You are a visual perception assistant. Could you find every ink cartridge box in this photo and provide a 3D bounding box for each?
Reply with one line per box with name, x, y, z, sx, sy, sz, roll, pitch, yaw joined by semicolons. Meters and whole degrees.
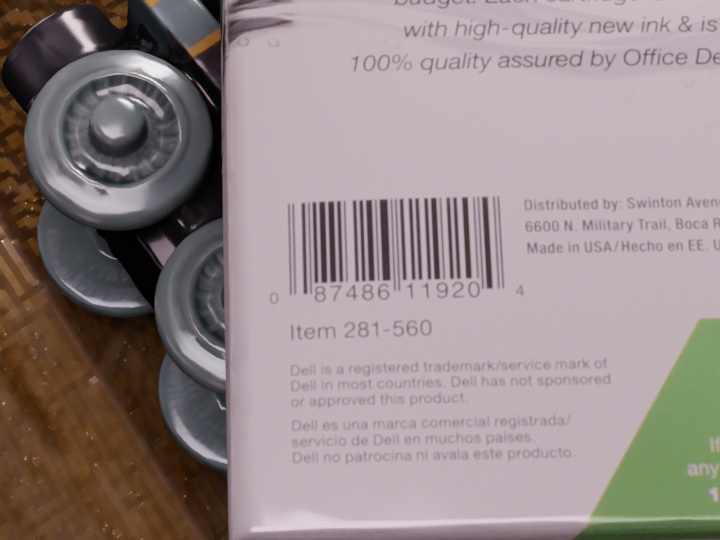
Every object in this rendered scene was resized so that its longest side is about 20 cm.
ink cartridge box;0.042;-0.022;0.660;0.145;0.084;0.201;-1;64;-2

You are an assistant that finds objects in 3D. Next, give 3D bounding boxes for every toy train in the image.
toy train;0.000;0.000;0.741;0.114;0.085;0.200;-35;72;-16
